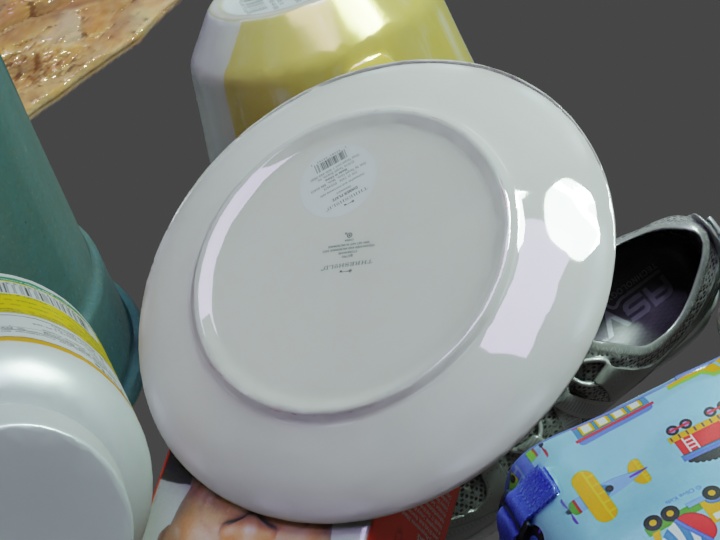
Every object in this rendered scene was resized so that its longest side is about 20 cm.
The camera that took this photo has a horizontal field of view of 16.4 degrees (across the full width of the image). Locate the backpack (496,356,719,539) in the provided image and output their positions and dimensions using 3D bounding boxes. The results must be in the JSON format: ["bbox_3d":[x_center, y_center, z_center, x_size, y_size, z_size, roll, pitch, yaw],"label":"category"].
[{"bbox_3d":[0.152,0.132,0.776,0.182,0.135,0.200,-22,42,-4],"label":"backpack"}]

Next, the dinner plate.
[{"bbox_3d":[0.000,0.000,0.952,0.199,0.024,0.201,-13,55,19],"label":"dinner plate"}]

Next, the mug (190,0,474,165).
[{"bbox_3d":[0.010,-0.060,1.101,0.186,0.154,0.149,-1,28,38],"label":"mug"}]

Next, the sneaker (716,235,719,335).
[{"bbox_3d":[0.246,-0.022,1.065,0.199,0.082,0.074,-19,38,-7],"label":"sneaker"}]

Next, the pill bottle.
[{"bbox_3d":[-0.140,0.074,0.961,0.112,0.113,0.200,-20,15,-8],"label":"pill bottle"}]

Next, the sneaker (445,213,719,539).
[{"bbox_3d":[0.069,0.038,1.018,0.200,0.082,0.075,-42,78,-19],"label":"sneaker"}]

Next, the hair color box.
[{"bbox_3d":[-0.022,0.091,0.960,0.101,0.061,0.201,4,65,29],"label":"hair color box"}]

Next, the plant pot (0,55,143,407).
[{"bbox_3d":[-0.215,-0.017,1.118,0.199,0.197,0.201,-9,37,7],"label":"plant pot"}]
